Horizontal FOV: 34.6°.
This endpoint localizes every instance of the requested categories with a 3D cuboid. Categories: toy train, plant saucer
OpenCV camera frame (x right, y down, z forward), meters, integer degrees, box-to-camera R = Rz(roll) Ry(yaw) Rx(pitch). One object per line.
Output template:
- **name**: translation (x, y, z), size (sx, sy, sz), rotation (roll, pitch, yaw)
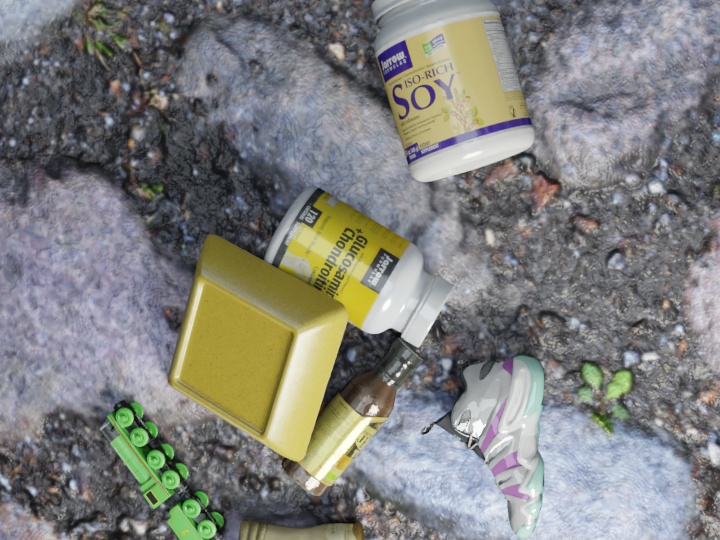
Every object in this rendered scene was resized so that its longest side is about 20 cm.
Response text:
- **toy train**: translation (-0.234, 0.241, 1.351), size (0.056, 0.042, 0.201), rotation (-38, 88, 14)
- **plant saucer**: translation (-0.129, 0.091, 1.279), size (0.199, 0.048, 0.202), rotation (27, 114, 22)

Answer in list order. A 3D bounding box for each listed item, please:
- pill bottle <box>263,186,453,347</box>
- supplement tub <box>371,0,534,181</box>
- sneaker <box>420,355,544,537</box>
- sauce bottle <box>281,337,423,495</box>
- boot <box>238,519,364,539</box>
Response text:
- **pill bottle**: translation (0.000, 0.000, 1.294), size (0.199, 0.112, 0.113), rotation (30, 93, 4)
- **supplement tub**: translation (0.098, -0.212, 1.268), size (0.144, 0.145, 0.202), rotation (-17, 89, 4)
- **sneaker**: translation (0.137, 0.198, 1.309), size (0.138, 0.078, 0.202), rotation (0, 81, 6)
- **sauce bottle**: translation (-0.006, 0.165, 1.319), size (0.065, 0.065, 0.200), rotation (40, 95, 3)
- **boot**: translation (-0.074, 0.388, 1.322), size (0.154, 0.073, 0.202), rotation (2, 89, 4)
